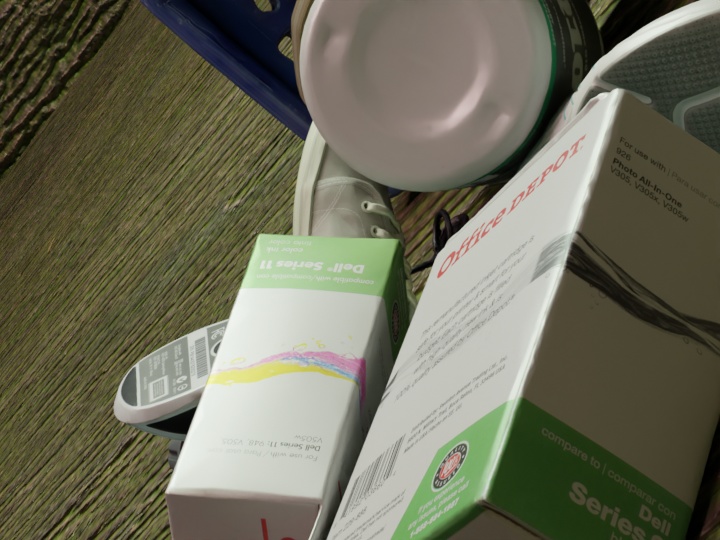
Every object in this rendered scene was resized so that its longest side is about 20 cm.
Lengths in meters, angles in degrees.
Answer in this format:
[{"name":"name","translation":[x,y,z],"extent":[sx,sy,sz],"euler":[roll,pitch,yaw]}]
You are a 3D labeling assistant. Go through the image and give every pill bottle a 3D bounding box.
[{"name":"pill bottle","translation":[0.050,-0.095,1.276],"extent":[0.113,0.113,0.200],"euler":[-55,-10,11]}]

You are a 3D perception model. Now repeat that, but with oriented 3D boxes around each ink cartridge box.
[{"name":"ink cartridge box","translation":[0.067,0.054,1.031],"extent":[0.146,0.084,0.201],"euler":[-43,19,50]},{"name":"ink cartridge box","translation":[-0.029,0.092,1.134],"extent":[0.201,0.067,0.118],"euler":[-73,-18,-48]}]

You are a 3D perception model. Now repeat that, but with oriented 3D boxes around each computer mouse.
[{"name":"computer mouse","translation":[-0.027,0.039,1.381],"extent":[0.199,0.044,0.110],"euler":[-24,25,6]}]

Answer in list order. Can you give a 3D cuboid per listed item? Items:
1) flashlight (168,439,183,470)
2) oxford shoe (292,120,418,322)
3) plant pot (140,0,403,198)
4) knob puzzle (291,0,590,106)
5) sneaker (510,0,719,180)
[{"name":"flashlight","translation":[-0.043,0.100,1.414],"extent":[0.200,0.067,0.068],"euler":[177,98,-71]},{"name":"oxford shoe","translation":[0.000,0.000,1.303],"extent":[0.057,0.075,0.201],"euler":[-5,61,23]},{"name":"plant pot","translation":[0.020,-0.200,1.599],"extent":[0.200,0.200,0.180],"euler":[-46,10,43]},{"name":"knob puzzle","translation":[0.040,-0.154,1.377],"extent":[0.220,0.219,0.031],"euler":[-51,56,27]},{"name":"sneaker","translation":[0.117,-0.067,1.171],"extent":[0.200,0.070,0.081],"euler":[-44,15,50]}]
